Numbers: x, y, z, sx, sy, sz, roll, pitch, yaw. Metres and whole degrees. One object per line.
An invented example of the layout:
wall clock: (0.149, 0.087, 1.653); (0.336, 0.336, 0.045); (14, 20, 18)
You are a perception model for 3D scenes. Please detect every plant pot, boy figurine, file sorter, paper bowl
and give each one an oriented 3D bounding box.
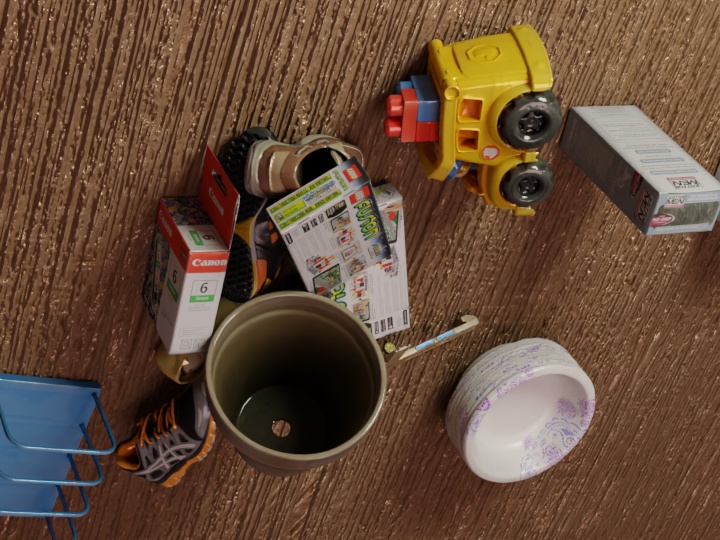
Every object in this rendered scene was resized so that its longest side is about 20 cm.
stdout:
plant pot: (-0.080, 0.150, 1.562); (0.199, 0.201, 0.174); (-17, 156, -17)
boy figurine: (-0.144, 0.070, 1.614); (0.199, 0.065, 0.125); (-20, 140, -17)
file sorter: (-0.378, 0.237, 1.573); (0.138, 0.123, 0.201); (9, 119, -34)
paper bowl: (0.208, 0.179, 1.863); (0.199, 0.105, 0.202); (-15, 131, -18)

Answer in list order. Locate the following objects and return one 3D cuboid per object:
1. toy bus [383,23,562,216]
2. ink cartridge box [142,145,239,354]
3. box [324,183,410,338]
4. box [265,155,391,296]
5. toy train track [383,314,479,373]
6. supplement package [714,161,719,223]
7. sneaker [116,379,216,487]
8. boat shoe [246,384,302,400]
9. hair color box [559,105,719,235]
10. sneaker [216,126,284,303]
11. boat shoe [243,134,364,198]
toy bus: (0.118, -0.160, 1.549); (0.190, 0.136, 0.201); (-7, 131, -8)
ink cartridge box: (-0.186, -0.022, 1.490); (0.050, 0.109, 0.201); (-2, 125, -27)
box: (0.000, 0.000, 1.649); (0.109, 0.035, 0.201); (-18, 131, -16)
box: (-0.030, -0.040, 1.489); (0.110, 0.035, 0.200); (-31, 157, -5)
toy train track: (0.063, 0.094, 1.755); (0.199, 0.033, 0.115); (-22, 163, -28)
supplement package: (0.584, -0.107, 1.843); (0.199, 0.117, 0.118); (-4, 126, -26)
sneaker: (-0.227, 0.194, 1.634); (0.077, 0.079, 0.200); (15, 135, -24)
boat shoe: (-0.089, 0.147, 1.699); (0.198, 0.068, 0.074); (-6, 127, -25)
hair color box: (0.331, -0.122, 1.634); (0.098, 0.200, 0.061); (-5, 126, -25)
sneaker: (-0.114, -0.068, 1.536); (0.090, 0.070, 0.202); (-26, 130, -58)
boat shoe: (-0.045, -0.105, 1.481); (0.200, 0.071, 0.076); (-18, 112, -58)
